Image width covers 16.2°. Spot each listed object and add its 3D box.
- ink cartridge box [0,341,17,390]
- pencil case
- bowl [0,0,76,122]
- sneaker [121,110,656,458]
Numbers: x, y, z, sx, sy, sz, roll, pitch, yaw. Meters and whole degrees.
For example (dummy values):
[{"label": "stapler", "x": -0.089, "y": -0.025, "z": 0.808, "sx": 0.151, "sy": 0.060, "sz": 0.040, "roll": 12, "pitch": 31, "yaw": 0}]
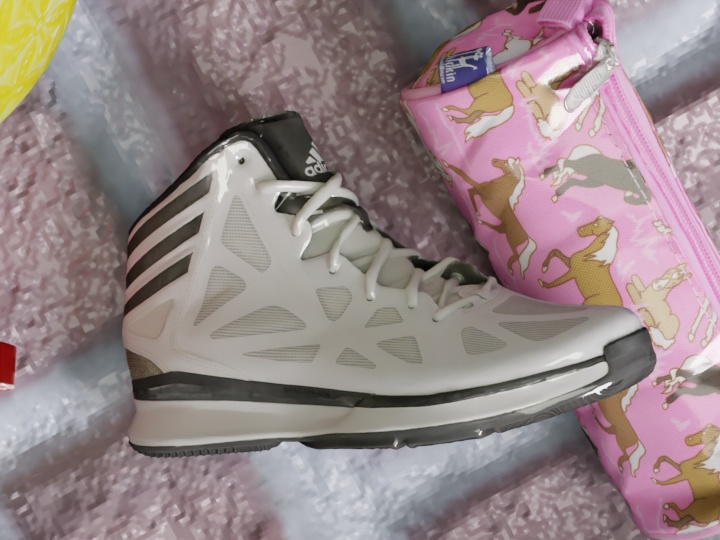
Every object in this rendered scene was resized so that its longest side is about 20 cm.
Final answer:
[{"label": "ink cartridge box", "x": -0.207, "y": -0.016, "z": 0.849, "sx": 0.199, "sy": 0.116, "sz": 0.067, "roll": 13, "pitch": 94, "yaw": -9}, {"label": "pencil case", "x": 0.092, "y": -0.001, "z": 0.898, "sx": 0.083, "sy": 0.087, "sz": 0.200, "roll": -28, "pitch": 101, "yaw": 3}, {"label": "bowl", "x": -0.175, "y": -0.128, "z": 0.762, "sx": 0.199, "sy": 0.108, "sz": 0.201, "roll": 3, "pitch": 75, "yaw": -11}, {"label": "sneaker", "x": 0.000, "y": 0.000, "z": 0.866, "sx": 0.200, "sy": 0.076, "sz": 0.116, "roll": -6, "pitch": 94, "yaw": 26}]
